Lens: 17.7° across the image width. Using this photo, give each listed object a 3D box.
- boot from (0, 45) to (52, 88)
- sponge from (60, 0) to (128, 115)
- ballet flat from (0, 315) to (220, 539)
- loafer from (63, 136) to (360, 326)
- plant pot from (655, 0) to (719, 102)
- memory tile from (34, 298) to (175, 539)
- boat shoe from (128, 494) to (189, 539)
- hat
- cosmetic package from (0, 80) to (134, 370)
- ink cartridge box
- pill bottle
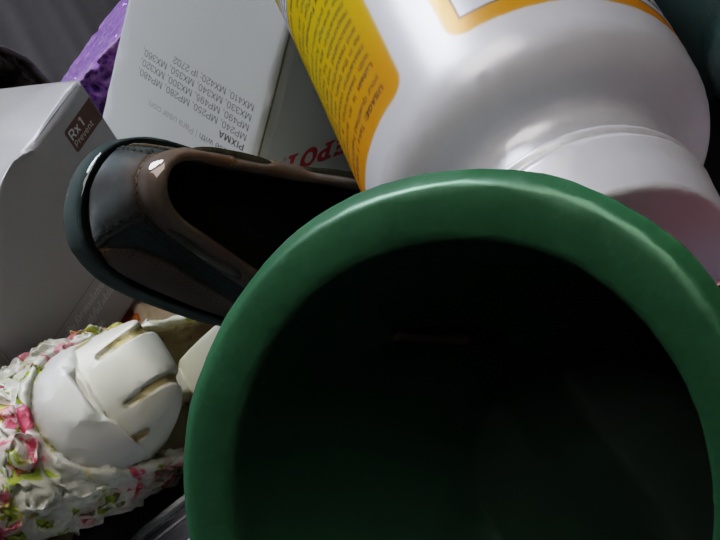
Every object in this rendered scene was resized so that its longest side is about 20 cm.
[{"bbox_3d":[-0.248,-0.077,1.101,0.199,0.182,0.073,-2,60,43],"label":"boot"},{"bbox_3d":[-0.080,-0.134,1.088,0.200,0.030,0.112,-36,19,48],"label":"sponge"},{"bbox_3d":[-0.062,0.036,0.816,0.199,0.064,0.076,-21,67,-32],"label":"ballet flat"},{"bbox_3d":[0.000,0.000,0.783,0.063,0.199,0.072,-14,66,60],"label":"loafer"},{"bbox_3d":[0.164,-0.131,0.833,0.199,0.200,0.135,-25,60,11],"label":"plant pot"},{"bbox_3d":[-0.168,0.067,0.890,0.199,0.017,0.154,-4,42,35],"label":"memory tile"},{"bbox_3d":[0.000,0.074,0.793,0.199,0.072,0.068,-33,34,11],"label":"boat shoe"},{"bbox_3d":[0.078,0.052,0.651,0.199,0.167,0.176,-7,-1,30],"label":"hat"},{"bbox_3d":[-0.183,-0.005,0.907,0.199,0.090,0.107,2,46,37],"label":"cosmetic package"},{"bbox_3d":[-0.009,-0.136,0.892,0.083,0.201,0.145,31,31,25],"label":"ink cartridge box"},{"bbox_3d":[0.044,-0.061,0.741,0.111,0.111,0.201,-28,47,5],"label":"pill bottle"}]
